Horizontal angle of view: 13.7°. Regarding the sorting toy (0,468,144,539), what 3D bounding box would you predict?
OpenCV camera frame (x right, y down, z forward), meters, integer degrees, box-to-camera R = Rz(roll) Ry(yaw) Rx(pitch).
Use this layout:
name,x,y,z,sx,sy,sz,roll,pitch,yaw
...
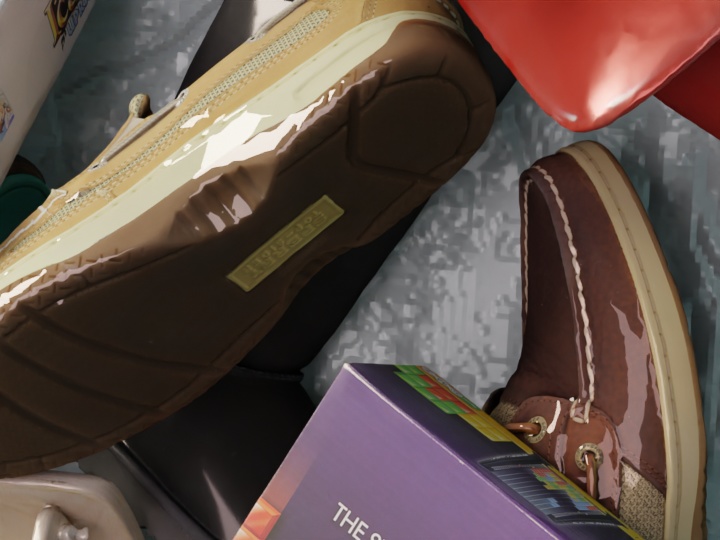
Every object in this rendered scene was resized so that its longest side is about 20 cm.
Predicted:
name,x,y,z,sx,sy,sz,roll,pitch,yaw
sorting toy,-0.160,0.162,0.920,0.179,0.107,0.201,5,75,17

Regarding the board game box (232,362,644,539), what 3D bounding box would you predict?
name,x,y,z,sx,sy,sz,roll,pitch,yaw
board game box,0.035,0.148,0.815,0.200,0.057,0.166,37,105,24

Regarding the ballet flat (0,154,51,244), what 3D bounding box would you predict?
name,x,y,z,sx,sy,sz,roll,pitch,yaw
ballet flat,-0.155,0.048,0.977,0.073,0.073,0.201,22,107,21

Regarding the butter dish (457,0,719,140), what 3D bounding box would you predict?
name,x,y,z,sx,sy,sz,roll,pitch,yaw
butter dish,0.136,-0.101,0.802,0.199,0.200,0.148,-44,116,8

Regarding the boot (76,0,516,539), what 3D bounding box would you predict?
name,x,y,z,sx,sy,sz,roll,pitch,yaw
boot,-0.001,-0.001,0.914,0.165,0.066,0.200,38,102,16

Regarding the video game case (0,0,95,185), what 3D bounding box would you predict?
name,x,y,z,sx,sy,sz,roll,pitch,yaw
video game case,-0.185,-0.080,0.937,0.199,0.046,0.182,5,52,23

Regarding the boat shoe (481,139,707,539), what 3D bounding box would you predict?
name,x,y,z,sx,sy,sz,roll,pitch,yaw
boat shoe,0.058,0.064,0.868,0.072,0.072,0.201,-6,91,-11

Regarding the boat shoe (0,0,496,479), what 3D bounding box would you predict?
name,x,y,z,sx,sy,sz,roll,pitch,yaw
boat shoe,-0.053,-0.017,0.870,0.200,0.072,0.076,-33,44,8
